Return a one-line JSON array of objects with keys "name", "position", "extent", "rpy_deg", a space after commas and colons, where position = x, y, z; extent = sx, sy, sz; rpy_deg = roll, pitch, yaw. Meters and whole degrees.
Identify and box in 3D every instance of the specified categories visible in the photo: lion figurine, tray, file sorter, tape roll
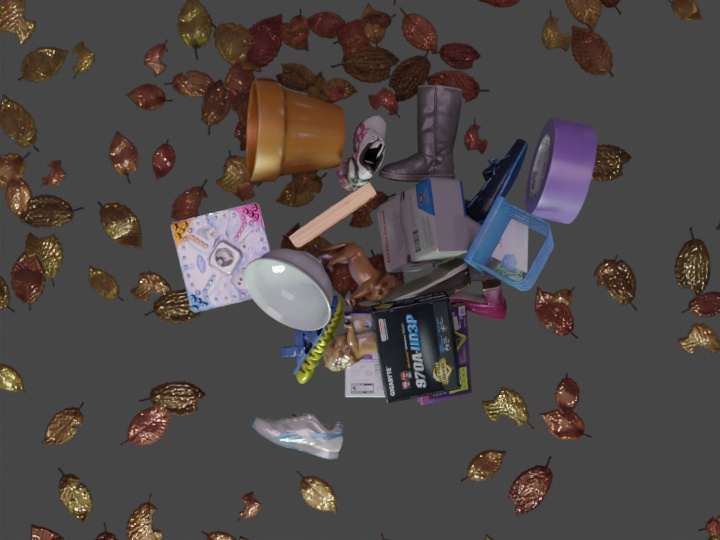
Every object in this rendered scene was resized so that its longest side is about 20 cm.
[{"name": "lion figurine", "position": [0.000, 0.000, 1.599], "extent": [0.122, 0.072, 0.201], "rpy_deg": [-33, 87, -16]}, {"name": "lion figurine", "position": [0.019, 0.145, 1.568], "extent": [0.199, 0.073, 0.123], "rpy_deg": [-7, 116, -5]}, {"name": "tray", "position": [-0.056, -0.116, 1.586], "extent": [0.199, 0.099, 0.037], "rpy_deg": [-35, 96, 3]}, {"name": "file sorter", "position": [0.301, -0.044, 1.488], "extent": [0.122, 0.200, 0.139], "rpy_deg": [30, 93, 16]}, {"name": "tape roll", "position": [0.402, -0.200, 1.525], "extent": [0.084, 0.200, 0.201], "rpy_deg": [11, 93, 0]}]

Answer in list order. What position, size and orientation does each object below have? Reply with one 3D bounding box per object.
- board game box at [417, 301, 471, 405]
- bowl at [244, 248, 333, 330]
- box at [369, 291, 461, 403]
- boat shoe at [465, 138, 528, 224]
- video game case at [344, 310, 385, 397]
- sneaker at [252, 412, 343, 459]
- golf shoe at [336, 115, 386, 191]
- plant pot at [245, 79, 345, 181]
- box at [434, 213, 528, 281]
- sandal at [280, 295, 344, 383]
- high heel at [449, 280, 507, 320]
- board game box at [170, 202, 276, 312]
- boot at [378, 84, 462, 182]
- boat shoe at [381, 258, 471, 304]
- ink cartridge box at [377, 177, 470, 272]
[{"name": "board game box", "position": [0.169, 0.173, 1.576], "extent": [0.119, 0.032, 0.201], "rpy_deg": [-11, 106, -20]}, {"name": "bowl", "position": [-0.132, 0.023, 1.558], "extent": [0.200, 0.201, 0.091], "rpy_deg": [33, 53, -1]}, {"name": "box", "position": [0.112, 0.154, 1.515], "extent": [0.158, 0.046, 0.201], "rpy_deg": [-10, 107, -4]}, {"name": "boat shoe", "position": [0.282, -0.196, 1.578], "extent": [0.068, 0.084, 0.201], "rpy_deg": [28, 76, 20]}, {"name": "video game case", "position": [0.064, 0.179, 1.628], "extent": [0.198, 0.045, 0.183], "rpy_deg": [0, 95, 1]}, {"name": "sneaker", "position": [-0.134, 0.343, 1.632], "extent": [0.199, 0.077, 0.081], "rpy_deg": [16, 85, -6]}, {"name": "golf shoe", "position": [0.025, -0.248, 1.546], "extent": [0.073, 0.092, 0.201], "rpy_deg": [41, 50, -27]}, {"name": "plant pot", "position": [-0.132, -0.279, 1.544], "extent": [0.182, 0.200, 0.202], "rpy_deg": [1, 93, -15]}, {"name": "box", "position": [0.258, -0.050, 1.617], "extent": [0.198, 0.036, 0.145], "rpy_deg": [0, 93, 2]}, {"name": "sandal", "position": [-0.105, 0.138, 1.615], "extent": [0.087, 0.079, 0.201], "rpy_deg": [31, 90, 10]}, {"name": "high heel", "position": [0.213, 0.078, 1.623], "extent": [0.199, 0.067, 0.096], "rpy_deg": [-11, 120, 6]}, {"name": "board game box", "position": [-0.294, -0.027, 1.631], "extent": [0.199, 0.026, 0.201], "rpy_deg": [-13, 93, 2]}, {"name": "boot", "position": [0.127, -0.287, 1.588], "extent": [0.181, 0.073, 0.201], "rpy_deg": [-1, 100, -13]}, {"name": "boat shoe", "position": [0.140, 0.044, 1.557], "extent": [0.200, 0.072, 0.061], "rpy_deg": [-25, 109, -13]}, {"name": "ink cartridge box", "position": [0.124, -0.087, 1.521], "extent": [0.084, 0.200, 0.147], "rpy_deg": [-2, 80, -28]}]
